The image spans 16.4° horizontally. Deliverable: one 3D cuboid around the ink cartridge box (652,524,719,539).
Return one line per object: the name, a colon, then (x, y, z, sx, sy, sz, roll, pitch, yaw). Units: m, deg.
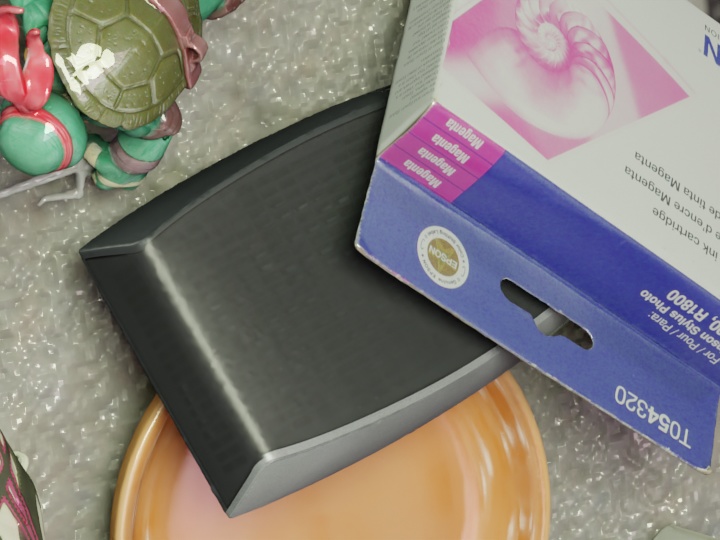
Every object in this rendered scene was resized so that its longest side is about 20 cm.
ink cartridge box: (0.174, 0.237, 1.132, 0.144, 0.084, 0.200, -47, 111, -14)

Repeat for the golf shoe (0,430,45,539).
golf shoe: (-0.172, 0.072, 0.967, 0.077, 0.088, 0.200, -19, 85, 18)

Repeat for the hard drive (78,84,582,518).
hard drive: (0.000, 0.000, 1.011, 0.200, 0.042, 0.135, -28, 88, -32)

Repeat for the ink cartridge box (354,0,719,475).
ink cartridge box: (0.100, -0.046, 1.040, 0.196, 0.043, 0.200, 32, 49, -25)

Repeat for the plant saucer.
plant saucer: (-0.014, 0.106, 1.057, 0.200, 0.037, 0.200, -3, 97, -25)

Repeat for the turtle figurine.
turtle figurine: (-0.101, -0.091, 0.949, 0.200, 0.101, 0.150, -56, 134, -32)
